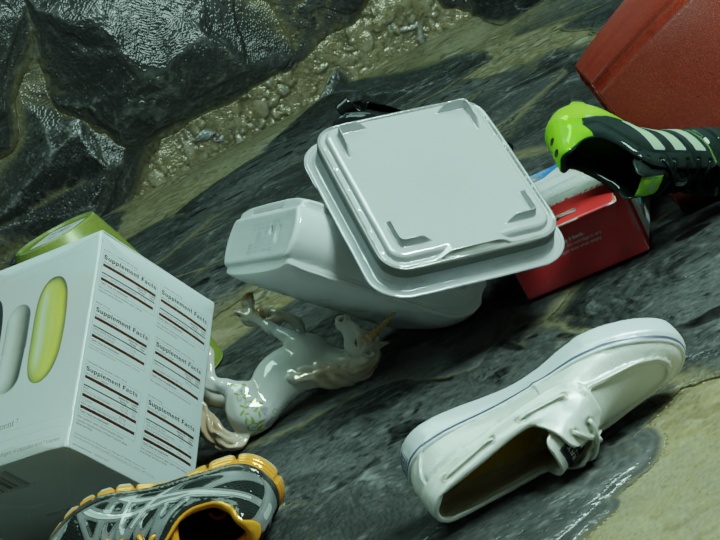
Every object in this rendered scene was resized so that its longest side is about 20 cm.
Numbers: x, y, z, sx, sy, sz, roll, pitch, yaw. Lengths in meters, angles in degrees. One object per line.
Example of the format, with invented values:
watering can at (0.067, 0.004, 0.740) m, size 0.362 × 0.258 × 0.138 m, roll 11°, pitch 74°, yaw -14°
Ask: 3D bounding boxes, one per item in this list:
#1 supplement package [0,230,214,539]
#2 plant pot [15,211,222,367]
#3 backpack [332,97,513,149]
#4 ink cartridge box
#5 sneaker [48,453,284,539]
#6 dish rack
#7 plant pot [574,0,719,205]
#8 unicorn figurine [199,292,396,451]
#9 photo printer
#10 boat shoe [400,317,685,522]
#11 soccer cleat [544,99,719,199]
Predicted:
supplement package at (-0.248, 0.106, 1.420) m, size 0.191 × 0.147 × 0.200 m, roll -20°, pitch 51°, yaw 32°
plant pot at (-0.274, 0.047, 1.770) m, size 0.187 × 0.200 × 0.187 m, roll -27°, pitch 13°, yaw 6°
backpack at (0.060, -0.072, 1.552) m, size 0.167 × 0.127 × 0.200 m, roll 19°, pitch -6°, yaw 20°
ink cartridge box at (0.187, -0.042, 1.461) m, size 0.116 × 0.067 × 0.200 m, roll -24°, pitch 14°, yaw 18°
sneaker at (-0.151, 0.197, 1.223) m, size 0.200 × 0.078 × 0.077 m, roll -26°, pitch 19°, yaw 8°
dish rack at (0.059, -0.070, 1.364) m, size 0.171 × 0.044 × 0.200 m, roll -13°, pitch 47°, yaw -17°
plant pot at (0.304, -0.171, 1.480) m, size 0.176 × 0.200 × 0.200 m, roll -37°, pitch 11°, yaw 8°
unicorn figurine at (-0.069, 0.081, 1.470) m, size 0.200 × 0.137 × 0.074 m, roll -49°, pitch -26°, yaw 1°
photo printer at (0.000, 0.000, 1.463) m, size 0.166 × 0.200 × 0.070 m, roll -7°, pitch 67°, yaw 65°
boat shoe at (0.125, 0.101, 1.072) m, size 0.200 × 0.071 × 0.070 m, roll -25°, pitch 40°, yaw -2°
soccer cleat at (0.247, -0.085, 1.373) m, size 0.199 × 0.068 × 0.081 m, roll 11°, pitch 39°, yaw -8°
